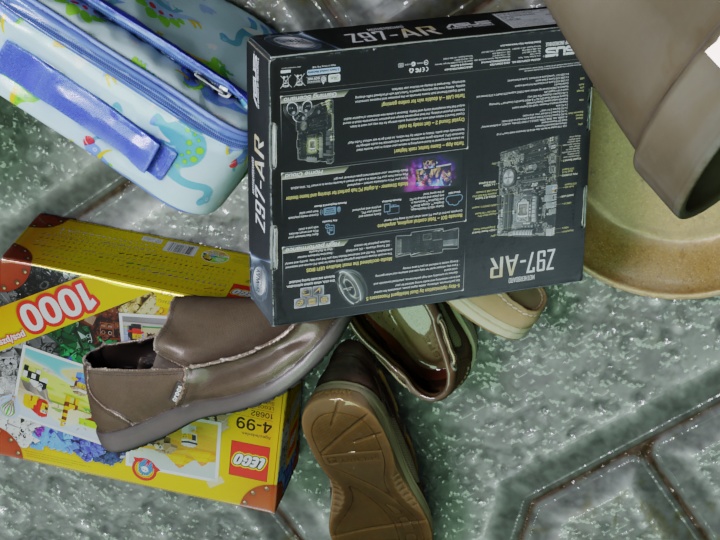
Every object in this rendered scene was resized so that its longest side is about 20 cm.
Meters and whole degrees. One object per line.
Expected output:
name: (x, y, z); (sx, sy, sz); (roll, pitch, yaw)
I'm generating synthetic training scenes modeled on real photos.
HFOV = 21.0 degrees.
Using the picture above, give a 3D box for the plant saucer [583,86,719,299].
plant saucer: (0.191, -0.081, 1.172); (0.198, 0.035, 0.202); (5, 115, 11)

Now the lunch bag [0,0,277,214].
lunch bag: (-0.139, -0.127, 1.157); (0.199, 0.161, 0.083); (33, 118, -3)

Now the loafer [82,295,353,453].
loafer: (-0.094, 0.049, 1.189); (0.199, 0.073, 0.071); (-25, 107, 22)

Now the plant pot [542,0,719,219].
plant pot: (0.179, -0.158, 1.035); (0.174, 0.200, 0.200); (45, 118, 15)

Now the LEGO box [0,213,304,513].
LEGO box: (-0.137, 0.061, 1.290); (0.198, 0.077, 0.150); (11, 116, 8)

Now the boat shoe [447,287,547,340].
boat shoe: (0.055, -0.045, 1.199); (0.069, 0.074, 0.200); (-36, 103, 28)

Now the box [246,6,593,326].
box: (0.035, -0.061, 1.116); (0.198, 0.044, 0.162); (-9, 115, -18)

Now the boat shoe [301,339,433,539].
boat shoe: (0.009, 0.126, 1.293); (0.071, 0.072, 0.201); (-5, 135, 16)

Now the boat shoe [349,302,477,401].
boat shoe: (0.005, -0.003, 1.229); (0.074, 0.075, 0.203); (-35, 103, 25)
